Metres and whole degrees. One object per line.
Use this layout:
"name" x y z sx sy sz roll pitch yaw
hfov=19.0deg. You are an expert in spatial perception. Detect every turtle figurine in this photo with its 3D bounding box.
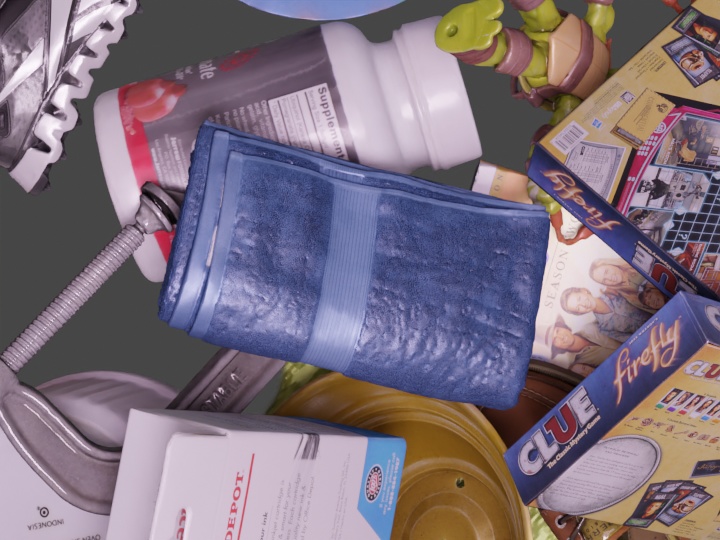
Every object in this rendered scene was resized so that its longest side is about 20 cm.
"turtle figurine" 0.110 -0.129 1.181 0.161 0.064 0.201 33 78 -43

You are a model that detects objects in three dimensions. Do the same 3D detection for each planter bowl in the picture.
"planter bowl" 0.027 0.154 1.190 0.199 0.083 0.202 -5 82 33

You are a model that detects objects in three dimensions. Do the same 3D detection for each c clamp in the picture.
"c clamp" -0.131 0.031 1.107 0.200 0.027 0.171 -41 98 -18

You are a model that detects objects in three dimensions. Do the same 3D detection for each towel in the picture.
"towel" 0.000 0.000 1.110 0.199 0.049 0.112 15 73 -14

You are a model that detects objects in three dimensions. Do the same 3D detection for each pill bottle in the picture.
"pill bottle" -0.038 -0.073 1.187 0.199 0.111 0.111 -17 91 2

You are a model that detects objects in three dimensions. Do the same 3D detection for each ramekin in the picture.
"ramekin" -0.158 0.155 1.180 0.201 0.094 0.204 -2 84 18

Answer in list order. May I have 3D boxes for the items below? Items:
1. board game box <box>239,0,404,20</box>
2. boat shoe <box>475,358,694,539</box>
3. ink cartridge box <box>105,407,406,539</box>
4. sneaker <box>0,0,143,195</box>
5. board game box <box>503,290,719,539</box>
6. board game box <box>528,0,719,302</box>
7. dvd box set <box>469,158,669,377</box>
"board game box" -0.026 -0.233 1.216 0.157 0.039 0.201 1 80 -3
"boat shoe" 0.138 0.127 1.187 0.200 0.068 0.072 39 118 -10
"ink cartridge box" -0.066 0.132 1.084 0.066 0.200 0.117 12 91 35
"sneaker" -0.173 -0.148 1.204 0.090 0.066 0.201 27 94 -14
"board game box" 0.189 0.083 1.112 0.136 0.199 0.035 -46 49 28
"board game box" 0.204 -0.075 1.139 0.135 0.035 0.200 42 66 16
"dvd box set" 0.141 0.034 1.226 0.199 0.029 0.147 18 92 0
